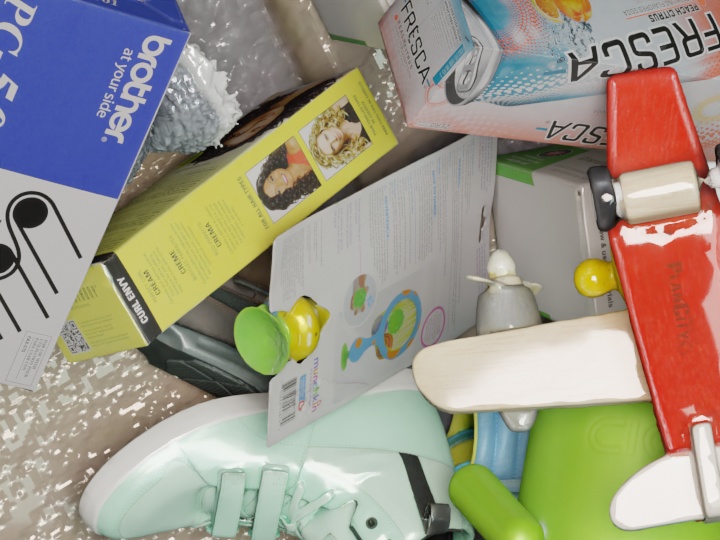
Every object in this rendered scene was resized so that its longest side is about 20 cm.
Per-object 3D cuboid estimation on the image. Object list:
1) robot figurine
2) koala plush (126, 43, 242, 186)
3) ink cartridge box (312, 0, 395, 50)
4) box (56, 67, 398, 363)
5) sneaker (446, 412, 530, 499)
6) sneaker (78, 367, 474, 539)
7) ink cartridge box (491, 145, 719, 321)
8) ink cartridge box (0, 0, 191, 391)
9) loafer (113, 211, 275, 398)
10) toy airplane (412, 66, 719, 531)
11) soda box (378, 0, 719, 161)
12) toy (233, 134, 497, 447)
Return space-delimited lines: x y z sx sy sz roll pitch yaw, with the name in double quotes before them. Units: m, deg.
"robot figurine" 0.135 0.137 1.447 0.175 0.115 0.201 21 71 -33
"koala plush" -0.165 -0.114 1.369 0.177 0.184 0.201 -28 104 -11
"ink cartridge box" 0.068 -0.198 1.455 0.199 0.145 0.088 -30 104 -10
"box" -0.073 -0.030 1.431 0.200 0.075 0.050 -41 107 -37
"sneaker" 0.105 0.135 1.557 0.130 0.080 0.201 -16 102 -9
"sneaker" -0.038 0.127 1.468 0.199 0.074 0.119 -15 58 -16
"ink cartridge box" 0.186 -0.031 1.518 0.199 0.145 0.085 -11 100 -16
"ink cartridge box" -0.160 -0.045 1.312 0.093 0.044 0.201 15 116 -25
"loafer" -0.121 0.001 1.474 0.199 0.072 0.063 32 68 -26
"toy airplane" 0.154 0.026 1.366 0.199 0.141 0.200 33 101 -7
"soda box" 0.112 -0.103 1.377 0.199 0.068 0.064 4 56 -32
"toy" 0.000 0.000 1.476 0.200 0.047 0.116 -32 132 -50
